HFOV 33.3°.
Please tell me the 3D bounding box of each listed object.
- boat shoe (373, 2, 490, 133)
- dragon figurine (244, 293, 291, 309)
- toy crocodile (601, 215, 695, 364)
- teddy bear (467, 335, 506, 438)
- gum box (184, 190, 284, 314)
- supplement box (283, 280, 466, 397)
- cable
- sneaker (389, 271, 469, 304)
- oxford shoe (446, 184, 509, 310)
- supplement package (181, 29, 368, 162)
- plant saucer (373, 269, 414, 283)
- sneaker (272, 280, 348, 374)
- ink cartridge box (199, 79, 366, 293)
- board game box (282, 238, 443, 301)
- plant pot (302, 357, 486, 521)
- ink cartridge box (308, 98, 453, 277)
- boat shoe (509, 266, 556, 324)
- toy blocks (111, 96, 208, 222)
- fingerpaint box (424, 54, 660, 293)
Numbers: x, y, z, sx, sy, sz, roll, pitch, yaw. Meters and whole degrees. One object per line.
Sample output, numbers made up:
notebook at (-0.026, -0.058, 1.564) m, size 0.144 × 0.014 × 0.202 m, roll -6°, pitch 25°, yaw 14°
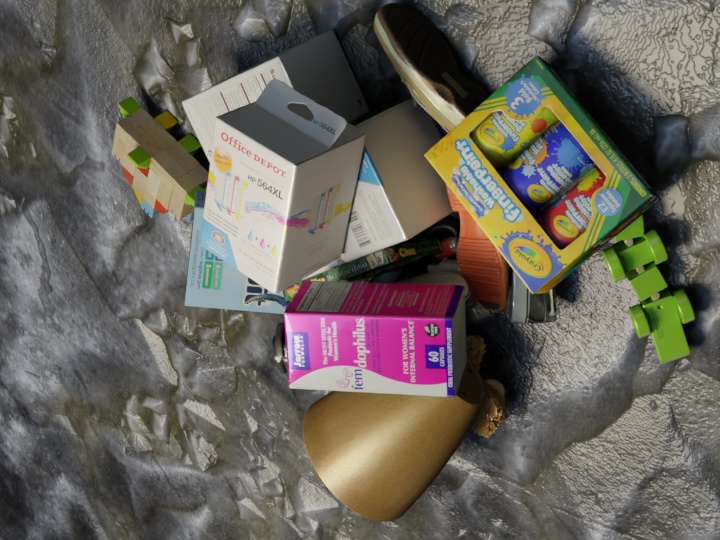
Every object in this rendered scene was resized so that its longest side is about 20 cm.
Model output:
boat shoe at (0.078, -0.221, 1.422) m, size 0.200 × 0.072 × 0.076 m, roll 52°, pitch 147°, yaw 2°
dragon figurine at (-0.057, 0.084, 1.640) m, size 0.059 × 0.199 × 0.100 m, roll -38°, pitch 47°, yaw 44°
toy crocodile at (0.324, 0.014, 1.360) m, size 0.067 × 0.062 × 0.201 m, roll -24°, pitch 106°, yaw 9°
teddy bear at (0.123, 0.131, 1.603) m, size 0.199 × 0.067 × 0.146 m, roll 29°, pitch 126°, yaw 33°
gum box at (-0.136, -0.020, 1.653) m, size 0.199 × 0.045 × 0.171 m, roll 5°, pitch 127°, yaw -8°
supplement box at (0.019, 0.078, 1.411) m, size 0.199 × 0.103 × 0.102 m, roll 2°, pitch 112°, yaw 13°
cable at (0.071, -0.006, 1.553) m, size 0.199 × 0.050 × 0.098 m, roll -12°, pitch 107°, yaw 33°
sneaker at (0.074, 0.055, 1.525) m, size 0.199 × 0.078 × 0.080 m, roll -8°, pitch 123°, yaw 50°
oxford shoe at (0.159, -0.048, 1.448) m, size 0.071 × 0.073 × 0.201 m, roll 12°, pitch 123°, yaw 40°
supplement package at (-0.111, -0.211, 1.548) m, size 0.199 × 0.117 × 0.118 m, roll -14°, pitch 105°, yaw 43°
plant saucer at (0.002, 0.043, 1.676) m, size 0.070 × 0.019 × 0.200 m, roll 49°, pitch 136°, yaw 6°
sneaker at (-0.063, 0.081, 1.539) m, size 0.099 × 0.071 × 0.201 m, roll 8°, pitch 141°, yaw -2°
ink cartridge box at (-0.090, -0.104, 1.380) m, size 0.128 × 0.125 × 0.201 m, roll 31°, pitch 129°, yaw 26°
board game box at (0.000, 0.000, 1.538) m, size 0.199 × 0.104 × 0.024 m, roll -20°, pitch 87°, yaw 44°
plant pot at (0.059, 0.187, 1.529) m, size 0.187 × 0.186 × 0.200 m, roll 49°, pitch 119°, yaw 5°
ink cartridge box at (-0.001, -0.101, 1.497) m, size 0.199 × 0.146 × 0.147 m, roll -20°, pitch 99°, yaw 45°
boat shoe at (0.212, -0.033, 1.428) m, size 0.063 × 0.071 × 0.201 m, roll 1°, pitch 111°, yaw 3°
toy blocks at (-0.299, -0.139, 1.780) m, size 0.200 × 0.100 × 0.137 m, roll 44°, pitch 146°, yaw 12°
fingerpaint box at (0.197, -0.103, 1.317) m, size 0.167 × 0.073 × 0.200 m, roll -40°, pitch 77°, yaw 16°
